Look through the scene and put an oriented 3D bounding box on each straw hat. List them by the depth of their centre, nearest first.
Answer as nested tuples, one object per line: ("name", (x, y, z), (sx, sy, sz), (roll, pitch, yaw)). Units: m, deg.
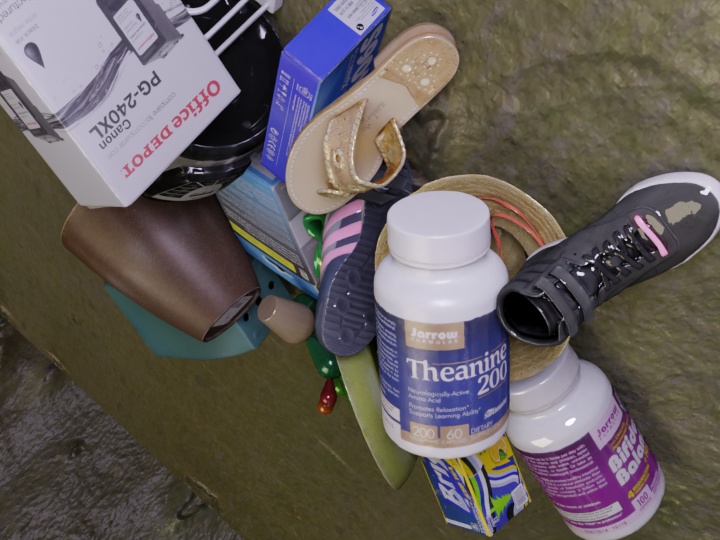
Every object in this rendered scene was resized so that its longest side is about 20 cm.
("straw hat", (0.117, -0.008, 1.083), (0.199, 0.085, 0.203), (15, 124, 23))

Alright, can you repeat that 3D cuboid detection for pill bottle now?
("pill bottle", (0.067, 0.043, 1.014), (0.110, 0.111, 0.202), (23, 128, 40))
("pill bottle", (0.206, 0.157, 1.192), (0.112, 0.112, 0.201), (9, 140, 54))

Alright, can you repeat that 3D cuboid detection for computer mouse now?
("computer mouse", (0.040, -0.063, 1.096), (0.199, 0.034, 0.059), (26, 123, -22))

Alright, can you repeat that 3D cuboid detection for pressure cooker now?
("pressure cooker", (-0.172, -0.161, 1.179), (0.175, 0.179, 0.200), (36, 154, -13))

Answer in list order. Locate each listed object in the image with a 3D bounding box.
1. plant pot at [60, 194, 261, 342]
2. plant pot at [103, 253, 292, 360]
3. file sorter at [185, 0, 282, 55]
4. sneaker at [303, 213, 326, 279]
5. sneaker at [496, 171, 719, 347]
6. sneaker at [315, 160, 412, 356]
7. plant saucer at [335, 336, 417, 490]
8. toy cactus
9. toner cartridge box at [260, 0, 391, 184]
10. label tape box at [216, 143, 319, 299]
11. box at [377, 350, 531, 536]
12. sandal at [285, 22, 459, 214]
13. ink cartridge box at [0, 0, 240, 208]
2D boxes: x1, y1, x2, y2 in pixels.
("plant pot", (-0.215, -0.020, 1.452), (0.200, 0.187, 0.187), (46, 158, 9))
("plant pot", (-0.197, 0.030, 1.613), (0.199, 0.142, 0.142), (9, 140, 42))
("file sorter", (-0.143, -0.276, 0.999), (0.138, 0.125, 0.200), (39, 157, 8))
("sneaker", (0.000, 0.000, 1.213), (0.200, 0.083, 0.074), (-122, 13, -47))
("sneaker", (0.181, 0.000, 0.919), (0.071, 0.099, 0.199), (51, 135, -8))
("sneaker", (-0.008, -0.013, 1.147), (0.070, 0.202, 0.082), (28, 157, -29))
("plant saucer", (0.017, 0.114, 1.214), (0.200, 0.031, 0.202), (-21, -90, -83))
("toy cactus", (-0.056, 0.076, 1.400), (0.165, 0.102, 0.201), (32, -149, -40))
("toner cartridge box", (-0.034, -0.154, 1.068), (0.043, 0.095, 0.200), (39, 158, 7))
("label tape box", (-0.091, -0.070, 1.340), (0.143, 0.066, 0.201), (33, 159, 35))
("box", (0.091, 0.151, 1.191), (0.070, 0.064, 0.202), (3, 119, 54))
("sandal", (0.005, -0.100, 0.990), (0.077, 0.070, 0.212), (24, 127, -26))
("ink cartridge box", (-0.204, -0.167, 0.940), (0.083, 0.145, 0.201), (5, 137, 50))
